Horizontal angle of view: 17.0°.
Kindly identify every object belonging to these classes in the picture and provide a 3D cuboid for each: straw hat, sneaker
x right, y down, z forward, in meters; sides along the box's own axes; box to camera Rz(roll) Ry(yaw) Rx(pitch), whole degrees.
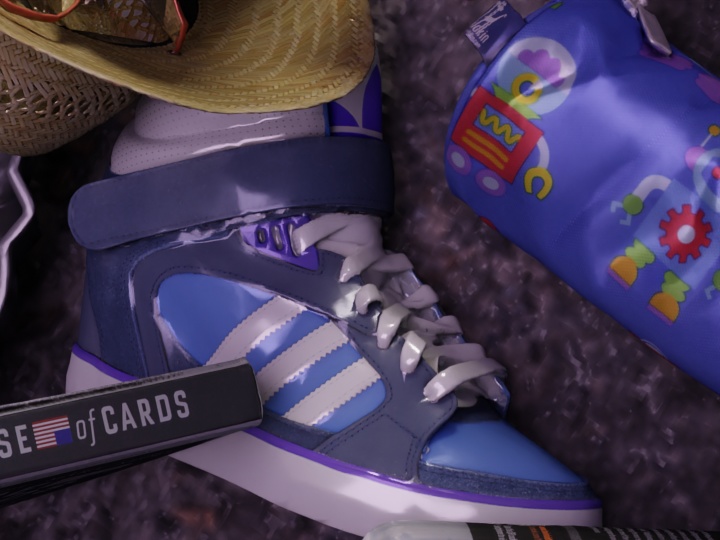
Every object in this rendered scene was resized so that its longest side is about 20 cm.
[{"bbox_3d":[-0.100,-0.084,0.754,0.201,0.201,0.085,46,121,17],"label":"straw hat"},{"bbox_3d":[0.000,0.000,0.774,0.199,0.080,0.148,18,95,25],"label":"sneaker"}]

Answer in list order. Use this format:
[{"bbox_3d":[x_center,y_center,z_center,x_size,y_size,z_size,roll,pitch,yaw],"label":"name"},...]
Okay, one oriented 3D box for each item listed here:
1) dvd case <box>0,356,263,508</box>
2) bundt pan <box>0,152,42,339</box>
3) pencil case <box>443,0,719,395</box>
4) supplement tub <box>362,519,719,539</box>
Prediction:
[{"bbox_3d":[-0.146,0.069,0.742,0.199,0.150,0.025,-20,83,47],"label":"dvd case"},{"bbox_3d":[-0.201,-0.023,0.837,0.200,0.076,0.204,-1,81,6],"label":"bundt pan"},{"bbox_3d":[0.117,-0.010,0.735,0.200,0.078,0.087,38,108,18],"label":"pencil case"},{"bbox_3d":[0.095,0.135,0.685,0.198,0.123,0.124,2,85,-3],"label":"supplement tub"}]
